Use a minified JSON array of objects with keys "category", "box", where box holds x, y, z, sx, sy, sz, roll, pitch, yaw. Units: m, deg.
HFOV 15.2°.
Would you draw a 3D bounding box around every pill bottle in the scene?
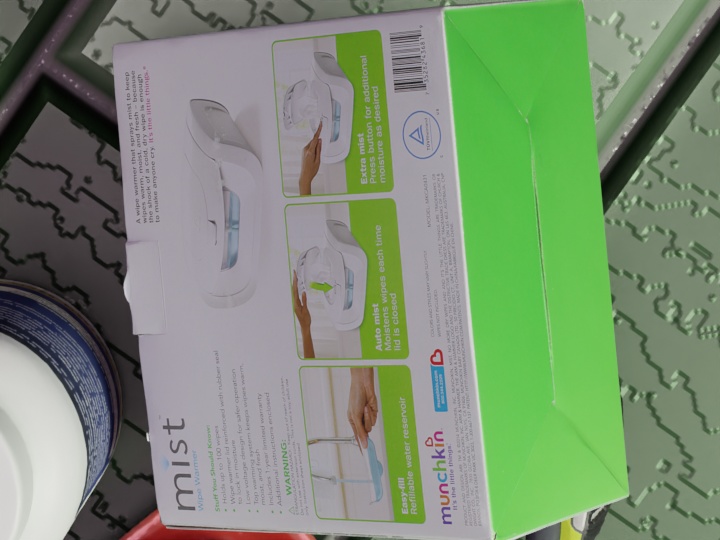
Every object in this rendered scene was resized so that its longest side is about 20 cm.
[{"category":"pill bottle","box":[-0.159,0.069,1.072,0.111,0.200,0.111,0,97,1]}]

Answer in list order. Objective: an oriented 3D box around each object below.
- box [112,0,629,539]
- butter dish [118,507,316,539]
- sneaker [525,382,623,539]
[{"category":"box","box":[0.000,0.000,1.066,0.176,0.097,0.201,-3,95,41]},{"category":"butter dish","box":[-0.067,0.220,1.116,0.199,0.148,0.200,-40,95,7]},{"category":"sneaker","box":[0.061,0.033,1.136,0.081,0.074,0.201,-7,94,17]}]
